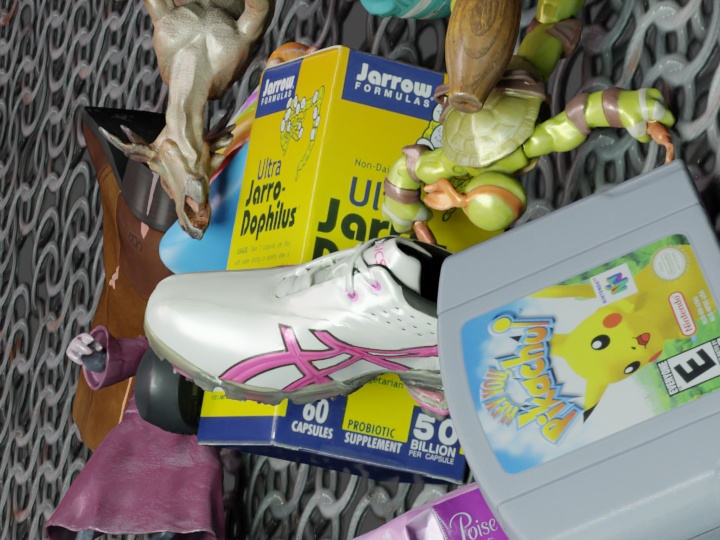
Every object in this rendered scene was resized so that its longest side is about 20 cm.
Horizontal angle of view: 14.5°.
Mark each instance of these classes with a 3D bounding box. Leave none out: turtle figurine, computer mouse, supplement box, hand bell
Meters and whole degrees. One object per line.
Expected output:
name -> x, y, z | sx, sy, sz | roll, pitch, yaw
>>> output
turtle figurine -> 0.060, -0.075, 1.335 | 0.199, 0.064, 0.162 | -20, 47, 36
computer mouse -> -0.074, 0.059, 1.517 | 0.200, 0.034, 0.059 | 13, -96, -69
supplement box -> 0.000, 0.000, 1.436 | 0.109, 0.108, 0.201 | 172, 109, -66
hand bell -> 0.068, -0.161, 1.318 | 0.104, 0.104, 0.201 | -39, 31, 56

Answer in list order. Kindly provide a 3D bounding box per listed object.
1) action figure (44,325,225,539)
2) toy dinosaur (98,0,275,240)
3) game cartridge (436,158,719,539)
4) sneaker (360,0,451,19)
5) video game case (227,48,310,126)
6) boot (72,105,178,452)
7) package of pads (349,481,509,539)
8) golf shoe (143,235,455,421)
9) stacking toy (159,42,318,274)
action figure -> -0.104, 0.091, 1.658 | 0.149, 0.133, 0.201 | 90, -166, -59
toy dinosaur -> -0.081, -0.121, 1.511 | 0.200, 0.085, 0.136 | -58, -22, -44
game cartridge -> 0.102, 0.044, 1.174 | 0.133, 0.041, 0.200 | -26, 40, 8
sneaker -> 0.019, -0.173, 1.414 | 0.200, 0.079, 0.078 | 65, -161, -67
video game case -> -0.076, -0.027, 1.743 | 0.200, 0.017, 0.144 | 132, 143, -50
boot -> -0.151, 0.005, 1.830 | 0.188, 0.068, 0.201 | 42, 125, 56
package of pads -> 0.033, 0.146, 1.265 | 0.200, 0.120, 0.076 | -35, 76, 57
golf shoe -> -0.001, 0.014, 1.310 | 0.073, 0.199, 0.092 | -81, -5, -51
stacking toy -> -0.039, -0.066, 1.595 | 0.116, 0.109, 0.200 | -46, 24, 27
